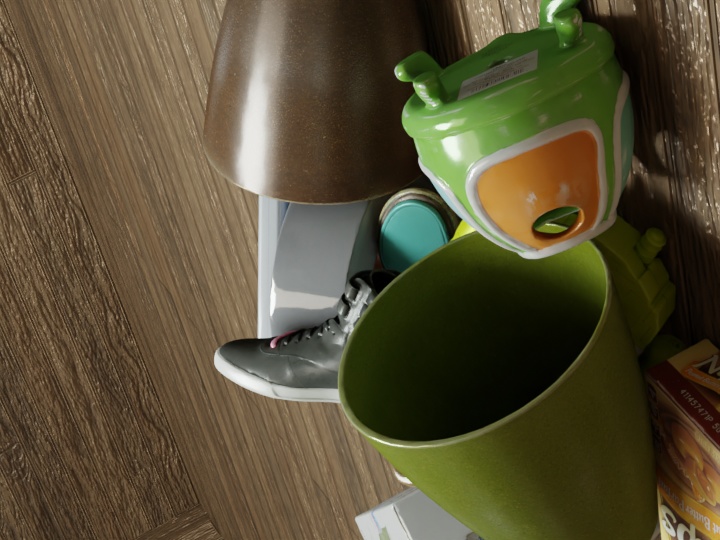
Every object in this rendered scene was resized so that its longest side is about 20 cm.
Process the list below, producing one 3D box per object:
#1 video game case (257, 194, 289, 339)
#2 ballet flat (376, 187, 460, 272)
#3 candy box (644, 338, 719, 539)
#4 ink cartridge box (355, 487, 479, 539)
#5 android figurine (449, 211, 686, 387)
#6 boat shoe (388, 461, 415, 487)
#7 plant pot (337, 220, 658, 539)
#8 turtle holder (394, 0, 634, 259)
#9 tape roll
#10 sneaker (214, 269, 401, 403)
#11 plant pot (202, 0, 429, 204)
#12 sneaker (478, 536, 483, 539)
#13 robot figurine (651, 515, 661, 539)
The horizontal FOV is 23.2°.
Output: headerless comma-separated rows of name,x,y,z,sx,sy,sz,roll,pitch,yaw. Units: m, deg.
video game case,-0.045,-0.009,1.468,0.182,0.022,0.203,-15,-73,-72
ballet flat,0.051,-0.005,1.354,0.071,0.070,0.201,51,156,39
candy box,0.245,0.157,1.147,0.116,0.055,0.201,51,160,46
ink cartridge box,0.089,0.229,1.637,0.085,0.143,0.200,63,166,4
android figurine,0.138,0.023,1.186,0.181,0.041,0.201,37,137,9
boat shoe,0.067,0.091,1.489,0.063,0.073,0.202,38,-127,-49
plant pot,0.112,0.105,1.129,0.201,0.187,0.187,57,171,-34
turtle holder,0.095,-0.085,1.077,0.133,0.140,0.185,65,164,-14
tape roll,0.000,0.000,1.402,0.065,0.201,0.201,12,140,21
sneaker,-0.017,0.043,1.273,0.198,0.071,0.100,7,109,25
plant pot,-0.029,-0.184,1.308,0.187,0.185,0.202,47,145,45
sneaker,0.146,0.204,1.444,0.200,0.085,0.078,-73,1,-71
robot figurine,0.137,0.146,1.331,0.200,0.113,0.170,42,175,3
